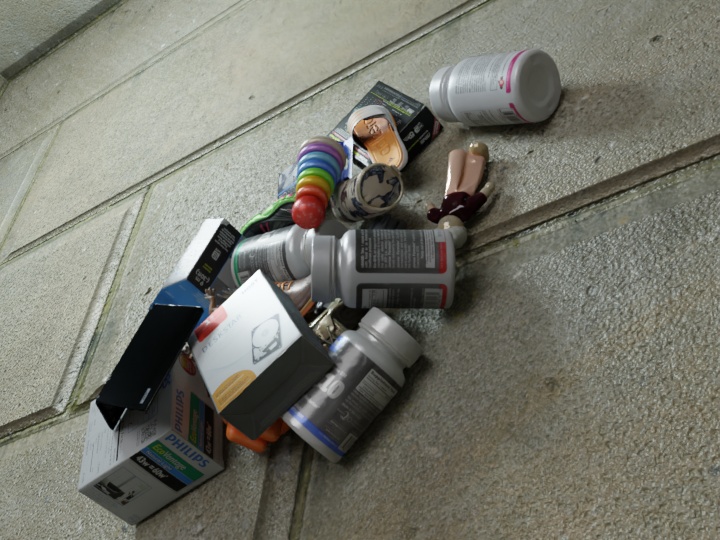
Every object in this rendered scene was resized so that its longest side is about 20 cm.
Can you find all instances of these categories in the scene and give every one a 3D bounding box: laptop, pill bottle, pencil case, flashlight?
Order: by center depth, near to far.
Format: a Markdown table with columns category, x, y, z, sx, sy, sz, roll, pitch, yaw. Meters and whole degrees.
| category | x | y | z | sx | sy | sz | roll | pitch | yaw |
| --- | --- | --- | --- | --- | --- | --- | --- | --- | --- |
| pill bottle | -0.011 | 0.156 | 1.338 | 0.200 | 0.114 | 0.114 | -49 | 34 | -6 |
| pill bottle | 0.031 | -0.002 | 1.378 | 0.200 | 0.114 | 0.114 | 1 | 44 | -1 |
| laptop | -0.311 | 0.152 | 1.459 | 0.103 | 0.200 | 0.177 | 22 | 63 | 9 |
| flashlight | 0.000 | 0.000 | 1.537 | 0.200 | 0.068 | 0.068 | -61 | -7 | -27 |
| pill bottle | 0.214 | -0.294 | 1.569 | 0.200 | 0.113 | 0.113 | 6 | 59 | 49 |
| pencil case | 0.010 | -0.128 | 1.583 | 0.089 | 0.078 | 0.200 | -57 | 11 | -10 |
| pill bottle | -0.114 | -0.019 | 1.630 | 0.200 | 0.113 | 0.113 | -13 | 45 | 38 |

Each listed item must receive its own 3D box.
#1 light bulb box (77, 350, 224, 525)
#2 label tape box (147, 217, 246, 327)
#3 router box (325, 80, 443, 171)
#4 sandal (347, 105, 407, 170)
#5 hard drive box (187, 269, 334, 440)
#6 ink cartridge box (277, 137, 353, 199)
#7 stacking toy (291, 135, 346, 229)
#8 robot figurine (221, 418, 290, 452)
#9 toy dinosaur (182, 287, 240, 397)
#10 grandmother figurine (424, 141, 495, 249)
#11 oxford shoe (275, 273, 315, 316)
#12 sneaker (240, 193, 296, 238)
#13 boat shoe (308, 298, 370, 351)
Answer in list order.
| category | x | y | z | sx | sy | sz | roll | pitch | yaw |
| --- | --- | --- | --- | --- | --- | --- | --- | --- | --- |
| light bulb box | -0.332 | 0.264 | 1.555 | 0.200 | 0.125 | 0.198 | -33 | 35 | 17 |
| label tape box | -0.261 | 0.028 | 1.710 | 0.063 | 0.144 | 0.200 | 4 | 58 | 46 |
| router box | 0.040 | -0.251 | 1.753 | 0.150 | 0.062 | 0.200 | -46 | 34 | 0 |
| sandal | 0.024 | -0.237 | 1.647 | 0.079 | 0.059 | 0.207 | -39 | 40 | 9 |
| hard drive box | -0.146 | 0.114 | 1.354 | 0.156 | 0.077 | 0.200 | -44 | 34 | 1 |
| ink cartridge box | -0.086 | -0.170 | 1.765 | 0.200 | 0.039 | 0.100 | -30 | 49 | 45 |
| stacking toy | -0.078 | -0.139 | 1.598 | 0.085 | 0.085 | 0.200 | -26 | 30 | 27 |
| robot figurine | -0.147 | 0.172 | 1.463 | 0.117 | 0.144 | 0.200 | 0 | 47 | 7 |
| toy dinosaur | -0.217 | 0.099 | 1.521 | 0.200 | 0.086 | 0.136 | -66 | 19 | -10 |
| grandmother figurine | 0.149 | -0.109 | 1.498 | 0.121 | 0.061 | 0.200 | -27 | 35 | 40 |
| oxford shoe | -0.119 | 0.045 | 1.558 | 0.200 | 0.073 | 0.071 | -41 | 8 | 31 |
| sneaker | -0.153 | -0.068 | 1.749 | 0.200 | 0.077 | 0.084 | -35 | 71 | 44 |
| boat shoe | -0.042 | 0.095 | 1.411 | 0.200 | 0.072 | 0.065 | -50 | 6 | -29 |
